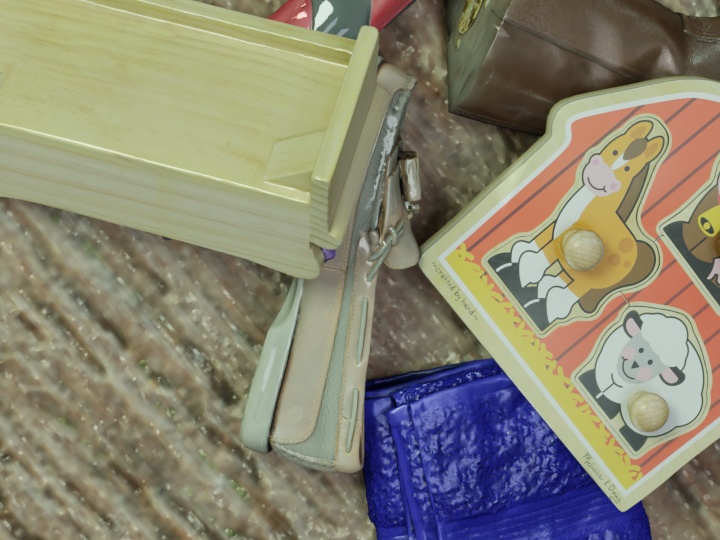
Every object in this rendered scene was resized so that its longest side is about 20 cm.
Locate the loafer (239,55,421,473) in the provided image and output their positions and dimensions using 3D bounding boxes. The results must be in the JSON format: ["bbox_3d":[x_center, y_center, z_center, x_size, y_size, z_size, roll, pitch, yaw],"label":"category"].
[{"bbox_3d":[0.000,0.000,1.331,0.063,0.072,0.201,20,105,7],"label":"loafer"}]

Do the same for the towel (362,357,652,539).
[{"bbox_3d":[0.080,0.139,1.408,0.147,0.050,0.201,-13,106,-14],"label":"towel"}]

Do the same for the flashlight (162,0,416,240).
[{"bbox_3d":[-0.040,-0.109,1.304,0.200,0.068,0.068,-40,143,-1],"label":"flashlight"}]

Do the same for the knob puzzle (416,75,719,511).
[{"bbox_3d":[0.155,-0.004,1.355,0.218,0.030,0.221,-4,106,-13],"label":"knob puzzle"}]

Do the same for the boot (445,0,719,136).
[{"bbox_3d":[0.150,-0.133,1.364,0.199,0.064,0.187,22,93,-17],"label":"boot"}]

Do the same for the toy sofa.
[{"bbox_3d":[-0.093,-0.073,1.247,0.199,0.098,0.083,14,64,7],"label":"toy sofa"}]
